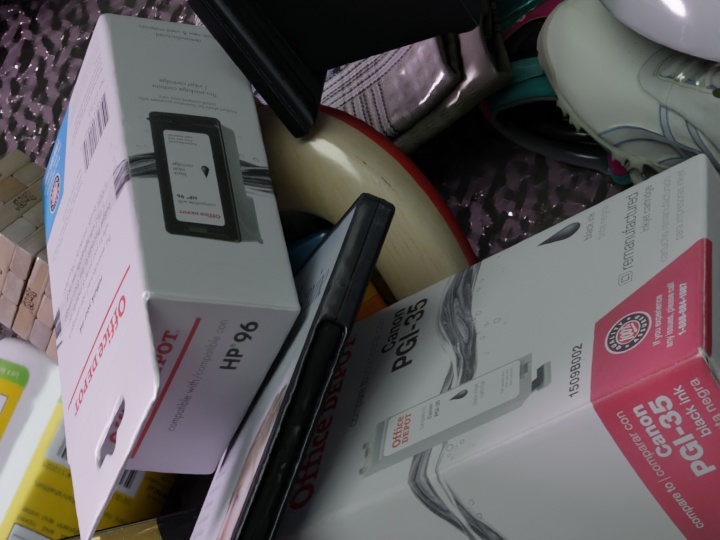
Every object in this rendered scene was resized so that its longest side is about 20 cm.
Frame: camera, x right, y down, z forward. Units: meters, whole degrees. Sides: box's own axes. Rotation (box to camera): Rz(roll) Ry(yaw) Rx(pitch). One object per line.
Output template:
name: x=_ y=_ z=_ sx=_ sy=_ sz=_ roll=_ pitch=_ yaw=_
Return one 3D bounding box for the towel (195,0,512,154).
towel: x=-0.016 y=-0.131 z=0.918 sx=0.200 sy=0.034 sz=0.194 roll=-33 pitch=52 yaw=35

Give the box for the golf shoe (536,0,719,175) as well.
golf shoe: x=0.158 y=-0.074 z=0.752 sx=0.200 sy=0.097 sz=0.078 roll=38 pitch=71 yaw=24

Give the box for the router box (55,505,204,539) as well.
router box: x=-0.104 y=0.216 z=0.789 sx=0.156 sy=0.052 sz=0.201 roll=-13 pitch=81 yaw=-8

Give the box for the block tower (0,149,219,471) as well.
block tower: x=-0.104 y=0.026 z=0.839 sx=0.199 sy=0.054 sz=0.058 roll=35 pitch=43 yaw=9

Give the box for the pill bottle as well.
pill bottle: x=-0.170 y=0.145 z=0.880 sx=0.111 sy=0.111 sz=0.201 roll=17 pitch=77 yaw=29

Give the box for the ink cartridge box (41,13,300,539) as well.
ink cartridge box: x=-0.082 y=0.004 z=0.745 sx=0.116 sy=0.067 sz=0.201 roll=119 pitch=148 yaw=-43

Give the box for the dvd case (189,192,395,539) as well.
dvd case: x=-0.042 y=0.077 z=0.712 sx=0.017 sy=0.143 sz=0.201 roll=23 pitch=71 yaw=-7

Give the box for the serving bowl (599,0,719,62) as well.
serving bowl: x=0.194 y=-0.156 z=0.744 sx=0.198 sy=0.066 sz=0.201 roll=-4 pitch=35 yaw=3

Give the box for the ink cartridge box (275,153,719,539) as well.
ink cartridge box: x=0.069 y=0.059 z=0.711 sx=0.199 sy=0.083 sz=0.147 roll=-27 pitch=25 yaw=25

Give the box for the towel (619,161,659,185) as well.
towel: x=0.235 y=-0.011 z=0.784 sx=0.191 sy=0.035 sz=0.201 roll=-19 pitch=59 yaw=-6

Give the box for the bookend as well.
bookend: x=0.047 y=-0.182 z=0.762 sx=0.199 sy=0.092 sz=0.200 roll=-15 pitch=46 yaw=28

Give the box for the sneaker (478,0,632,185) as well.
sneaker: x=0.140 y=-0.105 z=0.858 sx=0.199 sy=0.084 sz=0.122 roll=-10 pitch=65 yaw=22

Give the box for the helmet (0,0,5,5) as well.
helmet: x=-0.276 y=-0.228 z=1.041 sx=0.199 sy=0.190 sz=0.202 roll=11 pitch=109 yaw=36

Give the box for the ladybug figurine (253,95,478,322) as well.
ladybug figurine: x=0.000 y=0.000 z=0.841 sx=0.135 sy=0.201 sz=0.072 roll=-16 pitch=20 yaw=41
